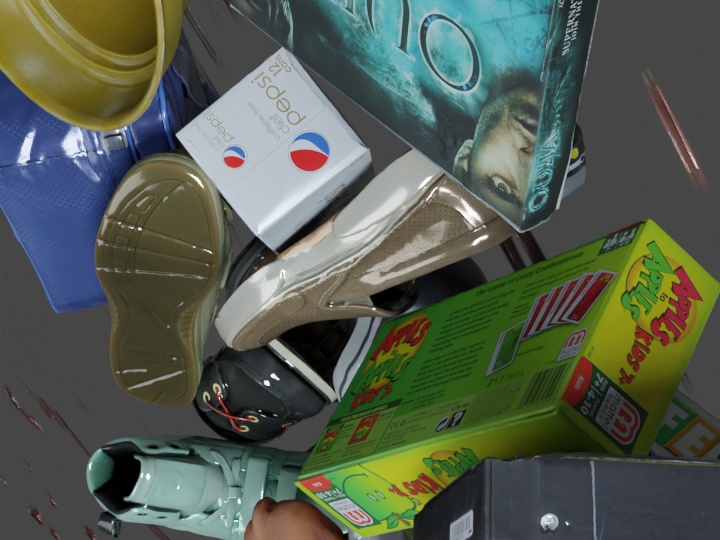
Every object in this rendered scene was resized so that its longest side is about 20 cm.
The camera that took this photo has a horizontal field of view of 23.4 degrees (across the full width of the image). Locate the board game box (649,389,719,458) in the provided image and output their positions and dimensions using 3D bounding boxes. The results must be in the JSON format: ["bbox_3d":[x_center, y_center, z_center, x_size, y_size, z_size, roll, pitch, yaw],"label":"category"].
[{"bbox_3d":[0.158,0.130,0.882,0.134,0.034,0.200,40,158,36],"label":"board game box"}]

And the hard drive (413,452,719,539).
[{"bbox_3d":[0.129,0.102,0.673,0.140,0.199,0.038,117,156,-72],"label":"hard drive"}]

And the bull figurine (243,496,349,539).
[{"bbox_3d":[-0.014,0.211,0.905,0.121,0.065,0.200,39,-148,-44],"label":"bull figurine"}]

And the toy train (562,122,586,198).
[{"bbox_3d":[0.026,-0.100,0.775,0.200,0.034,0.046,41,155,31],"label":"toy train"}]

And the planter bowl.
[{"bbox_3d":[-0.144,-0.182,0.928,0.200,0.083,0.201,31,139,31],"label":"planter bowl"}]

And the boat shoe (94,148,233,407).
[{"bbox_3d":[-0.110,-0.003,1.012,0.073,0.063,0.201,11,137,6],"label":"boat shoe"}]

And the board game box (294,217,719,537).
[{"bbox_3d":[0.059,0.053,0.769,0.048,0.102,0.200,41,148,-17],"label":"board game box"}]

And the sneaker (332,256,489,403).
[{"bbox_3d":[0.036,0.057,0.977,0.079,0.078,0.200,53,162,18],"label":"sneaker"}]

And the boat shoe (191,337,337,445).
[{"bbox_3d":[-0.065,0.076,1.081,0.074,0.063,0.201,44,167,-3],"label":"boat shoe"}]

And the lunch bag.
[{"bbox_3d":[-0.142,-0.069,1.071,0.200,0.132,0.136,72,-170,-51],"label":"lunch bag"}]

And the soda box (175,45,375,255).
[{"bbox_3d":[-0.037,-0.053,0.884,0.064,0.068,0.200,51,179,5],"label":"soda box"}]

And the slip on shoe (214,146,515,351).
[{"bbox_3d":[0.000,0.000,0.871,0.200,0.076,0.061,-38,89,38],"label":"slip on shoe"}]

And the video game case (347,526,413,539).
[{"bbox_3d":[0.058,0.229,0.926,0.200,0.022,0.182,52,-164,-25],"label":"video game case"}]

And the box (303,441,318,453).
[{"bbox_3d":[0.043,0.200,1.190,0.200,0.106,0.122,48,161,17],"label":"box"}]

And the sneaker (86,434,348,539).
[{"bbox_3d":[-0.076,0.143,1.063,0.200,0.074,0.118,5,177,35],"label":"sneaker"}]

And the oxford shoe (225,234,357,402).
[{"bbox_3d":[-0.030,0.029,1.119,0.084,0.073,0.200,40,170,23],"label":"oxford shoe"}]

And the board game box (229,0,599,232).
[{"bbox_3d":[0.015,-0.122,0.715,0.200,0.028,0.135,41,143,33],"label":"board game box"}]
